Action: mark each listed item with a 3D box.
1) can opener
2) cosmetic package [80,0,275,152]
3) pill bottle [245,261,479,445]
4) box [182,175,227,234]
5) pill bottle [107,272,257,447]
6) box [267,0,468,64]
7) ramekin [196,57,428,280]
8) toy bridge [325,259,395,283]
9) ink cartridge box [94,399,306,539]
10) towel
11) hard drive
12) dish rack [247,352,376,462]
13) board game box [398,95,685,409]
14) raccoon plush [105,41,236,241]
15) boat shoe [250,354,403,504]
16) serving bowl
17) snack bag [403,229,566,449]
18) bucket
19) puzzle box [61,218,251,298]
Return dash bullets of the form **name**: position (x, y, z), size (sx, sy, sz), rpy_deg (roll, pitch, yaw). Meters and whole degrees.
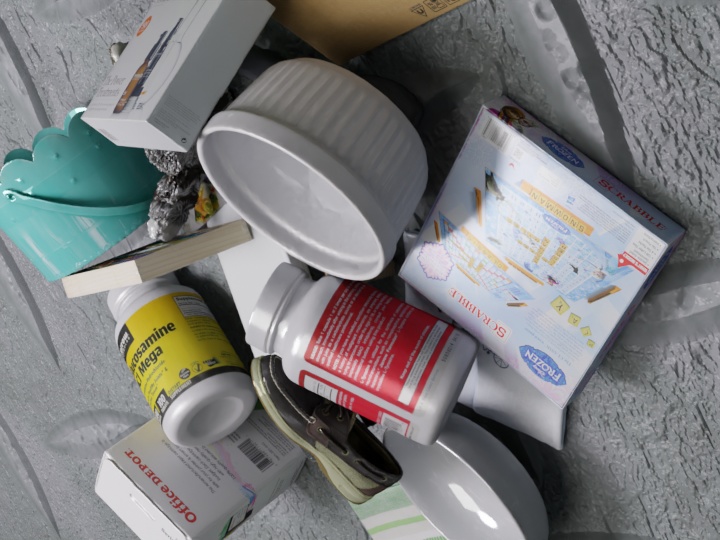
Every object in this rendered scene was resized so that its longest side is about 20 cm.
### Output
- **can opener**: position (-0.025, -0.172, 1.318), size (0.200, 0.053, 0.067), rpy_deg (33, 102, 25)
- **cosmetic package**: position (-0.171, -0.186, 1.278), size (0.052, 0.151, 0.200), rpy_deg (37, 169, -26)
- **pill bottle**: position (0.000, 0.072, 1.301), size (0.199, 0.112, 0.112), rpy_deg (25, 133, 8)
- **box**: position (-0.133, -0.095, 1.467), size (0.039, 0.041, 0.200), rpy_deg (55, 139, -1)
- **pill bottle**: position (-0.207, 0.091, 1.581), size (0.200, 0.112, 0.113), rpy_deg (54, 143, 31)
- **box**: position (-0.013, -0.255, 1.193), size (0.163, 0.021, 0.200), rpy_deg (33, 149, -30)
- **ramekin**: position (-0.035, -0.094, 1.234), size (0.200, 0.105, 0.200), rpy_deg (30, 158, 14)
- **toy bridge**: position (0.000, 0.000, 1.379), size (0.027, 0.067, 0.201), rpy_deg (-128, 28, -55)
- **ink cartridge box**: position (-0.181, 0.228, 1.603), size (0.145, 0.200, 0.084), rpy_deg (42, 137, 16)
- **towel**: position (0.078, 0.322, 1.551), size (0.152, 0.023, 0.200), rpy_deg (-28, 95, 50)
- **hard drive**: position (-0.091, 0.018, 1.433), size (0.132, 0.026, 0.201), rpy_deg (-36, 71, 54)
- **dish rack**: position (-0.038, 0.115, 1.486), size (0.154, 0.054, 0.200), rpy_deg (55, 144, 5)
- **board game box**: position (0.151, -0.014, 1.225), size (0.200, 0.041, 0.200), rpy_deg (40, 128, 18)
- **raccoon plush**: position (-0.217, -0.147, 1.433), size (0.134, 0.097, 0.200), rpy_deg (33, 100, 28)
- **boat shoe**: position (-0.030, 0.149, 1.387), size (0.066, 0.072, 0.201), rpy_deg (-28, 117, 20)
- **serving bowl**: position (0.114, 0.210, 1.392), size (0.200, 0.066, 0.200), rpy_deg (39, 155, 22)
- **snack bag**: position (0.115, 0.063, 1.347), size (0.200, 0.021, 0.189), rpy_deg (23, 130, 32)
- **bucket**: position (-0.305, -0.093, 1.517), size (0.207, 0.207, 0.135), rpy_deg (-18, 112, 48)
- **puzzle box**: position (-0.217, -0.011, 1.462), size (0.200, 0.133, 0.026), rpy_deg (-10, 102, 56)
